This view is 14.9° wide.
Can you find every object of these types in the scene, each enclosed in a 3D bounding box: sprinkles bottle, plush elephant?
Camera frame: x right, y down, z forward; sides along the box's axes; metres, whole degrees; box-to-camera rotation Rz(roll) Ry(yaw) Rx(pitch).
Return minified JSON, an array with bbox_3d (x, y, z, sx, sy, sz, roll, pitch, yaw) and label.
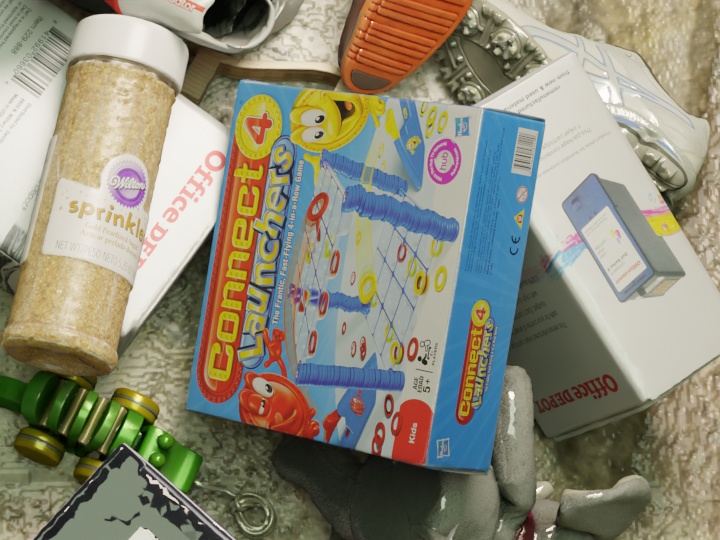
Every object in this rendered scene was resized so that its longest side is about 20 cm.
[{"bbox_3d":[-0.150,-0.043,1.563,0.068,0.068,0.201,14,73,-6],"label":"sprinkles bottle"},{"bbox_3d":[0.075,0.142,1.606,0.165,0.155,0.200,-45,45,19],"label":"plush elephant"}]

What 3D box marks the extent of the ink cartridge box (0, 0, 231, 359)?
[{"bbox_3d":[-0.182,-0.061,1.642,0.200,0.084,0.146,36,71,1],"label":"ink cartridge box"}]

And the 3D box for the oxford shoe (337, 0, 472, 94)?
[{"bbox_3d":[0.034,-0.204,1.691,0.071,0.073,0.200,17,105,-43],"label":"oxford shoe"}]

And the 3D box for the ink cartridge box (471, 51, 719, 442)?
[{"bbox_3d":[0.118,-0.011,1.633,0.087,0.145,0.200,-30,90,-23],"label":"ink cartridge box"}]

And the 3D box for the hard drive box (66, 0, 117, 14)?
[{"bbox_3d":[-0.152,-0.267,1.681,0.156,0.077,0.200,26,69,27],"label":"hard drive box"}]

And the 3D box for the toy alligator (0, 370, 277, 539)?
[{"bbox_3d":[-0.135,0.102,1.619,0.200,0.054,0.059,26,71,-2],"label":"toy alligator"}]

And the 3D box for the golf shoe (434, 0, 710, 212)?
[{"bbox_3d":[0.133,-0.116,1.737,0.200,0.078,0.097,41,45,4],"label":"golf shoe"}]

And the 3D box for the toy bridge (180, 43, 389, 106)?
[{"bbox_3d":[-0.020,-0.091,1.711,0.200,0.027,0.067,29,70,-1],"label":"toy bridge"}]

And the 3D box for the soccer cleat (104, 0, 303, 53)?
[{"bbox_3d":[-0.076,-0.159,1.646,0.085,0.200,0.069,29,102,25],"label":"soccer cleat"}]

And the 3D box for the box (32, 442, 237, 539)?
[{"bbox_3d":[-0.121,0.199,1.517,0.148,0.200,0.104,42,71,2],"label":"box"}]

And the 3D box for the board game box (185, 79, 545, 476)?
[{"bbox_3d":[0.000,0.000,1.557,0.056,0.195,0.201,9,90,-46],"label":"board game box"}]
